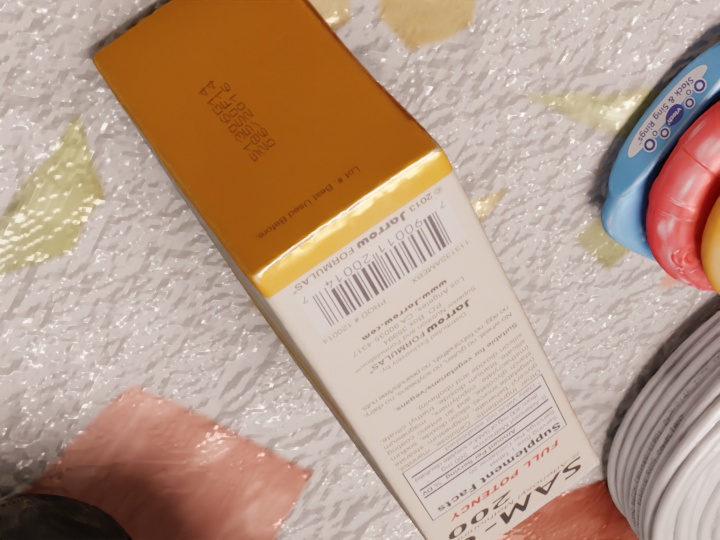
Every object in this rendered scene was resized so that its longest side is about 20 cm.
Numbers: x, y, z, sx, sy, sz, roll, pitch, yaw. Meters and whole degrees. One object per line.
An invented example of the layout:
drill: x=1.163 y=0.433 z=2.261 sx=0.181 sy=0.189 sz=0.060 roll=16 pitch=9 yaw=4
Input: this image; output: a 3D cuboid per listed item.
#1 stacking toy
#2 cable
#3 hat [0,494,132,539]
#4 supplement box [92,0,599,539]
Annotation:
stacking toy: x=0.196 y=0.005 z=0.812 sx=0.110 sy=0.200 sz=0.116 roll=20 pitch=116 yaw=-45
cable: x=0.214 y=0.075 z=0.997 sx=0.200 sy=0.069 sz=0.200 roll=8 pitch=124 yaw=-39
hat: x=-0.119 y=0.134 z=0.805 sx=0.201 sy=0.081 sz=0.201 roll=-21 pitch=156 yaw=-10
supplement box: x=0.000 y=0.000 z=0.725 sx=0.074 sy=0.126 sz=0.200 roll=-35 pitch=141 yaw=-4
